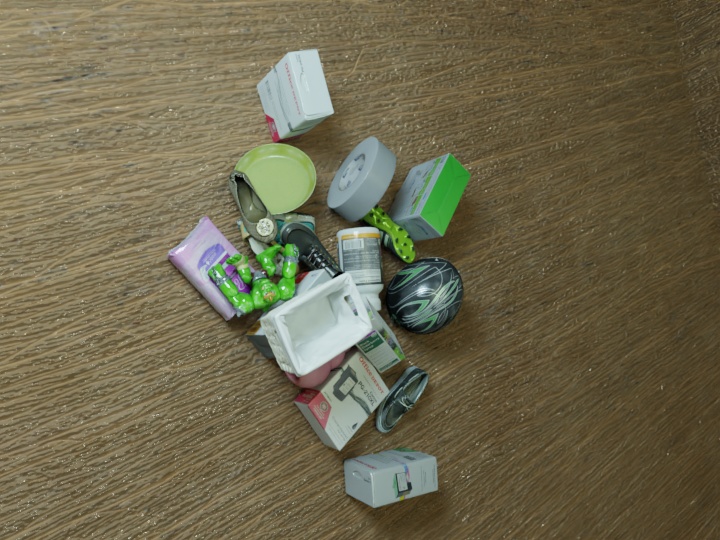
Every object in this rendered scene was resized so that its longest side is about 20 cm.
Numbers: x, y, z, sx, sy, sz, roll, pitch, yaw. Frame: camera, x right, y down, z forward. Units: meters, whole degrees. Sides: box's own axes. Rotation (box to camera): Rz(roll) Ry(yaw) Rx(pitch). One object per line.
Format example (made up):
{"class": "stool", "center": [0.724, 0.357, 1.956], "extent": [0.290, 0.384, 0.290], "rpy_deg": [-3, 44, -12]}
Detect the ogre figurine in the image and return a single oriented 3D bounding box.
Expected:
{"class": "ogre figurine", "center": [-0.213, 0.021, 1.230], "extent": [0.196, 0.097, 0.123], "rpy_deg": [-13, 79, -43]}

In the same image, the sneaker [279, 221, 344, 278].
{"class": "sneaker", "center": [-0.103, -0.034, 1.350], "extent": [0.075, 0.106, 0.200], "rpy_deg": [-47, 131, -1]}

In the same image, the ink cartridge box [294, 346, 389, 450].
{"class": "ink cartridge box", "center": [-0.042, 0.308, 1.406], "extent": [0.200, 0.083, 0.147], "rpy_deg": [-43, 108, -28]}

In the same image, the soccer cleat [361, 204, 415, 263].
{"class": "soccer cleat", "center": [0.070, -0.098, 1.513], "extent": [0.200, 0.080, 0.068], "rpy_deg": [47, 67, -18]}

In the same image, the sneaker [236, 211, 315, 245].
{"class": "sneaker", "center": [-0.195, -0.098, 1.355], "extent": [0.194, 0.077, 0.083], "rpy_deg": [1, 98, -29]}

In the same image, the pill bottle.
{"class": "pill bottle", "center": [0.000, 0.000, 1.443], "extent": [0.113, 0.115, 0.208], "rpy_deg": [-3, 88, -32]}

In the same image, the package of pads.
{"class": "package of pads", "center": [-0.319, -0.002, 1.264], "extent": [0.121, 0.075, 0.201], "rpy_deg": [-48, 110, -23]}

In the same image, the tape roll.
{"class": "tape roll", "center": [0.001, -0.224, 1.413], "extent": [0.065, 0.198, 0.205], "rpy_deg": [31, 70, -25]}

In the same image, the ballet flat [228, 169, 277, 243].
{"class": "ballet flat", "center": [-0.239, -0.146, 1.251], "extent": [0.066, 0.047, 0.203], "rpy_deg": [-23, 64, -15]}

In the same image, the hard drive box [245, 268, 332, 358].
{"class": "hard drive box", "center": [-0.153, 0.100, 1.314], "extent": [0.077, 0.154, 0.201], "rpy_deg": [48, 63, -17]}

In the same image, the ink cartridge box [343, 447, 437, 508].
{"class": "ink cartridge box", "center": [0.074, 0.510, 1.427], "extent": [0.194, 0.143, 0.087], "rpy_deg": [-1, 86, -32]}

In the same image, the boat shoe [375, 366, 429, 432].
{"class": "boat shoe", "center": [0.110, 0.336, 1.509], "extent": [0.072, 0.070, 0.202], "rpy_deg": [44, 65, -21]}

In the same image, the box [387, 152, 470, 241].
{"class": "box", "center": [0.174, -0.190, 1.534], "extent": [0.096, 0.175, 0.204], "rpy_deg": [36, 68, -23]}

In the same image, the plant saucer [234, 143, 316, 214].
{"class": "plant saucer", "center": [-0.199, -0.207, 1.332], "extent": [0.192, 0.031, 0.206], "rpy_deg": [1, 61, -3]}

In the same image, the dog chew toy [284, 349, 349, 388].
{"class": "dog chew toy", "center": [-0.093, 0.190, 1.370], "extent": [0.198, 0.123, 0.128], "rpy_deg": [-31, 102, -39]}

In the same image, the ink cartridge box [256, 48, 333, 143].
{"class": "ink cartridge box", "center": [-0.153, -0.399, 1.329], "extent": [0.082, 0.198, 0.150], "rpy_deg": [-19, 96, -31]}

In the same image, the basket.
{"class": "basket", "center": [-0.096, 0.110, 1.186], "extent": [0.197, 0.122, 0.139], "rpy_deg": [-29, 99, -31]}

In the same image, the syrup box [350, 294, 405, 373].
{"class": "syrup box", "center": [0.029, 0.157, 1.393], "extent": [0.077, 0.083, 0.201], "rpy_deg": [-31, 136, 5]}

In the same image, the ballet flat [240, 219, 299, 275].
{"class": "ballet flat", "center": [-0.210, -0.035, 1.317], "extent": [0.200, 0.067, 0.064], "rpy_deg": [48, 21, -37]}

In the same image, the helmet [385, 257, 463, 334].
{"class": "helmet", "center": [0.173, 0.067, 1.501], "extent": [0.194, 0.189, 0.208], "rpy_deg": [3, 84, -30]}
